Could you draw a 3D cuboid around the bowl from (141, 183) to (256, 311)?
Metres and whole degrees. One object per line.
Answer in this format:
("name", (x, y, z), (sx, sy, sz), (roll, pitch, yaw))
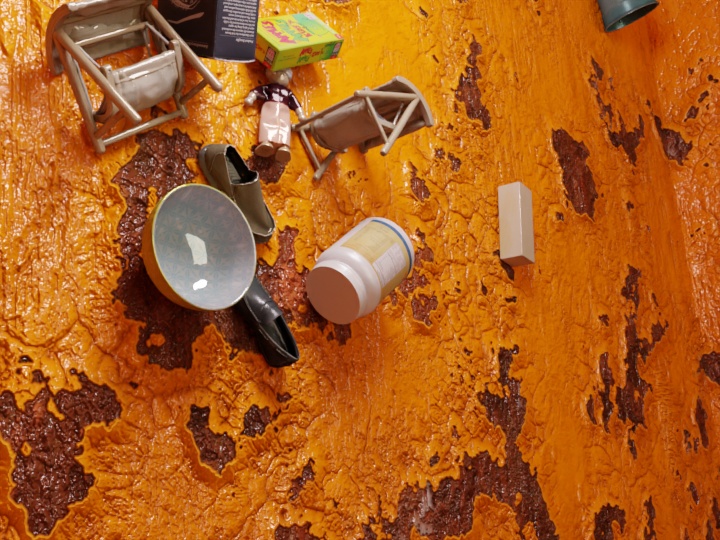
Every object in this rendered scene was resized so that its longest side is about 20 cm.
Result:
("bowl", (-0.274, -0.027, 1.288), (0.199, 0.107, 0.202), (16, 68, -44))

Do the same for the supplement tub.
("supplement tub", (0.000, 0.000, 1.557), (0.200, 0.144, 0.145), (-41, 109, -45))

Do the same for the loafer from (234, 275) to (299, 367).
("loafer", (-0.165, 0.076, 1.407), (0.068, 0.070, 0.202), (-39, 108, -47))

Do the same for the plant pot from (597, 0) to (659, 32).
("plant pot", (0.908, -0.971, 2.830), (0.200, 0.200, 0.197), (-22, 87, -48))

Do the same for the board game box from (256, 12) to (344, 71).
("board game box", (-0.133, -0.449, 1.580), (0.101, 0.048, 0.199), (42, 39, 17))

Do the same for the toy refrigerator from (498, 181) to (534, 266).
("toy refrigerator", (0.400, -0.118, 2.095), (0.076, 0.070, 0.202), (23, 63, -50))

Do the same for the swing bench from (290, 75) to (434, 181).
("swing bench", (0.004, -0.290, 1.606), (0.200, 0.198, 0.131), (-38, 107, -47))

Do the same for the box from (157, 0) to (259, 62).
("box", (-0.254, -0.459, 1.356), (0.104, 0.147, 0.202), (-16, 119, -53))

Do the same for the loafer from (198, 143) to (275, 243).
("loafer", (-0.208, -0.136, 1.422), (0.201, 0.069, 0.075), (57, 44, -19))

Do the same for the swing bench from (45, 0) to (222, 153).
("swing bench", (-0.359, -0.322, 1.262), (0.199, 0.129, 0.201), (-37, 101, -46))

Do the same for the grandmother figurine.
("grandmother figurine", (-0.163, -0.310, 1.537), (0.121, 0.060, 0.202), (18, 63, -30))
